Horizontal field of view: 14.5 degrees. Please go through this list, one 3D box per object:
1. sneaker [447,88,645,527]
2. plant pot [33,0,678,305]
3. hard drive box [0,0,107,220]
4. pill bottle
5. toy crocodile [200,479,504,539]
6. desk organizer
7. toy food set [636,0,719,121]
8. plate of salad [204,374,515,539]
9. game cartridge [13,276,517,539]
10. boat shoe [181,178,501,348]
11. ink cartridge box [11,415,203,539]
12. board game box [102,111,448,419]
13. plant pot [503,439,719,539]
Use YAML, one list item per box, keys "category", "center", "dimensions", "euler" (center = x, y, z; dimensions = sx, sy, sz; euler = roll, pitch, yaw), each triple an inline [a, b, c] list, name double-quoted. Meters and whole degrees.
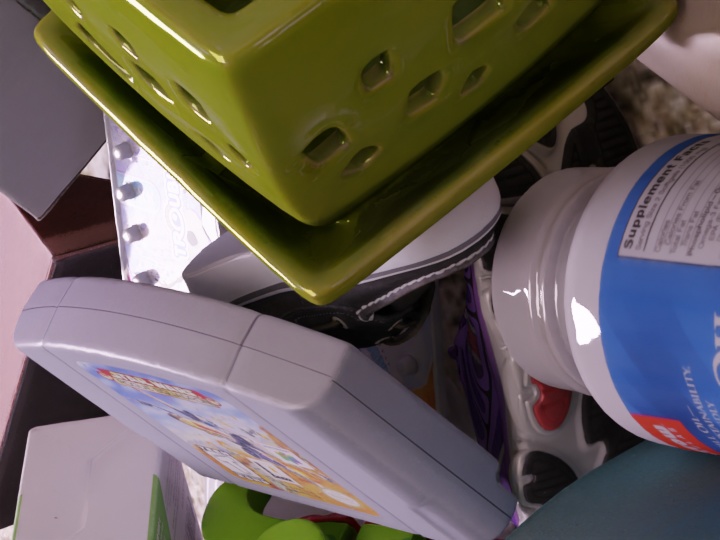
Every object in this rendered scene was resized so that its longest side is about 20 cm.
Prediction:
- category: "sneaker"
  center: [0.061, 0.014, 1.103]
  dimensions: [0.083, 0.080, 0.202]
  euler: [28, 125, 54]
- category: "plant pot"
  center: [-0.014, -0.122, 0.944]
  dimensions: [0.200, 0.199, 0.182]
  euler: [42, 163, 32]
- category: "hard drive box"
  center: [-0.215, -0.131, 1.266]
  dimensions: [0.077, 0.200, 0.156]
  euler: [-50, 41, 3]
- category: "pill bottle"
  center: [0.141, 0.010, 0.966]
  dimensions: [0.199, 0.112, 0.113]
  euler: [5, 110, 51]
- category: "toy crocodile"
  center: [0.019, 0.128, 1.154]
  dimensions: [0.199, 0.062, 0.068]
  euler: [6, 149, 35]
- category: "desk organizer"
  center: [-0.161, 0.031, 1.395]
  dimensions: [0.077, 0.071, 0.201]
  euler: [50, 139, 29]
- category: "toy food set"
  center: [0.113, -0.159, 0.982]
  dimensions: [0.143, 0.060, 0.201]
  euler: [42, 143, 33]
- category: "plate of salad"
  center: [0.004, 0.116, 1.243]
  dimensions: [0.199, 0.048, 0.202]
  euler: [11, 105, 44]
- category: "game cartridge"
  center: [-0.046, 0.052, 1.111]
  dimensions: [0.199, 0.133, 0.042]
  euler: [10, 71, 49]
- category: "boat shoe"
  center: [0.000, 0.000, 1.073]
  dimensions: [0.057, 0.069, 0.200]
  euler: [57, 152, -11]
- category: "ink cartridge box"
  center: [-0.098, 0.178, 1.257]
  dimensions: [0.117, 0.067, 0.201]
  euler: [-90, -12, -58]
- category: "board game box"
  center: [-0.047, -0.015, 1.191]
  dimensions: [0.199, 0.026, 0.201]
  euler: [16, 120, 43]
- category: "plant pot"
  center: [0.124, 0.143, 0.973]
  dimensions: [0.141, 0.199, 0.142]
  euler: [6, 111, 50]
